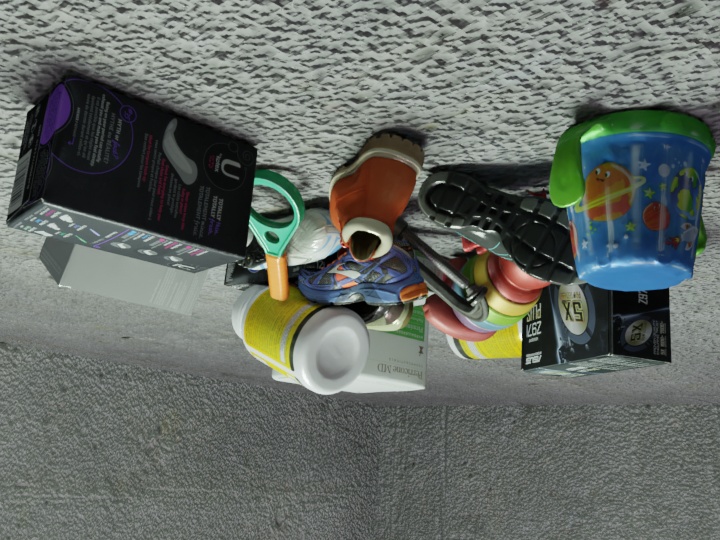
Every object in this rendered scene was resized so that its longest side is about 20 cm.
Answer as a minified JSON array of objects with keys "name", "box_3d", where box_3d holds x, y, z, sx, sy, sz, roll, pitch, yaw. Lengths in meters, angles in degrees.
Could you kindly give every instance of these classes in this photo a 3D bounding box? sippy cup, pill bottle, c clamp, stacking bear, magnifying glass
[{"name":"sippy cup","box_3d":[0.243,-0.054,0.665,0.177,0.131,0.140,5,166,-1]},{"name":"pill bottle","box_3d":[0.247,0.084,1.212,0.199,0.115,0.114,-8,160,42]},{"name":"c clamp","box_3d":[0.084,-0.008,0.901,0.200,0.027,0.171,42,165,-1]},{"name":"stacking bear","box_3d":[0.187,0.011,0.975,0.114,0.122,0.200,37,147,-4]},{"name":"pill bottle","box_3d":[-0.088,0.082,0.997,0.112,0.113,0.200,18,-179,-41]},{"name":"magnifying glass","box_3d":[-0.102,-0.036,0.879,0.079,0.022,0.201,15,141,12]}]

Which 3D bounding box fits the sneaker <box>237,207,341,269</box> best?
[{"name":"sneaker","box_3d":[-0.094,-0.037,0.959,0.199,0.072,0.072,-5,170,43]}]

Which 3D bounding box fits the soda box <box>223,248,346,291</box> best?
[{"name":"soda box","box_3d":[-0.101,-0.008,1.073,0.199,0.064,0.071,-6,162,36]}]

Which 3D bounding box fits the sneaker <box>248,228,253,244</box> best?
[{"name":"sneaker","box_3d":[-0.214,-0.054,0.946,0.199,0.077,0.080,6,175,25]}]

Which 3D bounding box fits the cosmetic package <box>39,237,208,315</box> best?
[{"name":"cosmetic package","box_3d":[-0.325,-0.011,1.034,0.199,0.091,0.107,16,-169,-40]}]

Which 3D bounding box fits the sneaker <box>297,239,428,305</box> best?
[{"name":"sneaker","box_3d":[0.000,0.000,0.914,0.199,0.079,0.075,-2,-177,41]}]

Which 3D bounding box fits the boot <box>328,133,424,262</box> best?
[{"name":"boot","box_3d":[0.000,-0.055,0.772,0.075,0.108,0.200,18,164,-9]}]

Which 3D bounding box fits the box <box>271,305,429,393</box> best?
[{"name":"box","box_3d":[-0.016,0.116,1.299,0.198,0.172,0.200,16,162,-37]}]

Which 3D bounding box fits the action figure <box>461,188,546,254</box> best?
[{"name":"action figure","box_3d":[0.210,-0.059,0.815,0.199,0.052,0.065,-11,165,32]}]

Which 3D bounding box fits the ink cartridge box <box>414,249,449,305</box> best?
[{"name":"ink cartridge box","box_3d":[0.072,0.013,1.104,0.199,0.060,0.104,16,162,-36]}]

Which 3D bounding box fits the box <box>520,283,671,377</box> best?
[{"name":"box","box_3d":[0.292,0.044,0.952,0.086,0.165,0.200,9,165,-17]}]

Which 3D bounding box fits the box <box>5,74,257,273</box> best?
[{"name":"box","box_3d":[-0.214,-0.082,0.717,0.199,0.123,0.106,17,160,-38]}]

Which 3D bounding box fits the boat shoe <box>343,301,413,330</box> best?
[{"name":"boat shoe","box_3d":[-0.017,0.052,1.044,0.200,0.072,0.066,-9,149,44]}]

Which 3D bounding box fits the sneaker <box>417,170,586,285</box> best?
[{"name":"sneaker","box_3d":[0.158,-0.048,0.771,0.200,0.076,0.079,31,-172,21]}]
